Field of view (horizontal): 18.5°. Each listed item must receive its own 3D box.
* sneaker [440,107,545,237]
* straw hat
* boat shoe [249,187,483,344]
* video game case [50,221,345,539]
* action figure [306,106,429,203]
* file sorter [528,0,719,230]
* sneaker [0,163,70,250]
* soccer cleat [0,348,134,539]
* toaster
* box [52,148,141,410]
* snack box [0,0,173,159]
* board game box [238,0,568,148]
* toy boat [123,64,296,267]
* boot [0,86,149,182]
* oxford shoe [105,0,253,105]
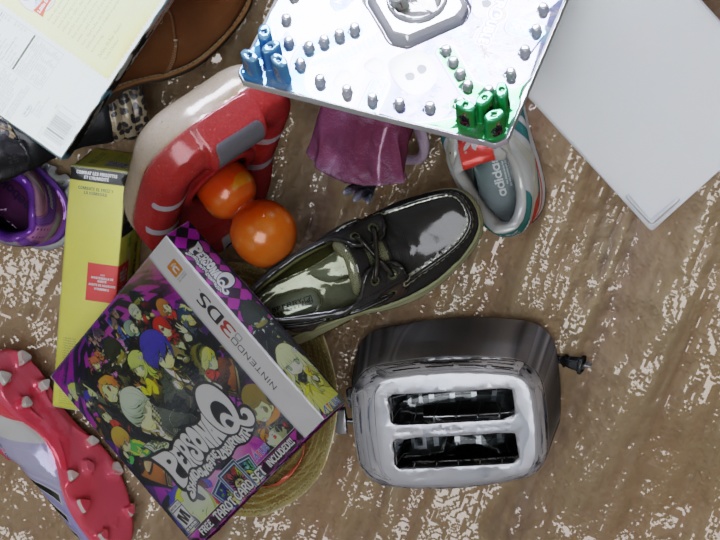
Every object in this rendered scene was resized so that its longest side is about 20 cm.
[{"bbox_3d":[0.092,-0.119,1.693,0.070,0.093,0.201,-16,101,12],"label":"sneaker"},{"bbox_3d":[-0.081,0.094,1.771,0.199,0.085,0.203,0,91,29],"label":"straw hat"},{"bbox_3d":[-0.001,-0.001,1.660,0.200,0.066,0.072,-26,81,10],"label":"boat shoe"},{"bbox_3d":[-0.127,0.090,1.680,0.182,0.036,0.200,49,131,5],"label":"video game case"},{"bbox_3d":[0.025,-0.156,1.643,0.133,0.148,0.202,25,113,34],"label":"action figure"},{"bbox_3d":[0.203,-0.161,1.650,0.139,0.125,0.200,-42,94,16],"label":"file sorter"},{"bbox_3d":[-0.316,-0.084,1.768,0.199,0.088,0.081,36,107,0],"label":"sneaker"},{"bbox_3d":[-0.260,0.154,1.838,0.076,0.067,0.201,-21,107,44],"label":"soccer cleat"},{"bbox_3d":[0.080,0.105,1.731,0.198,0.129,0.115,-2,104,9],"label":"toaster"},{"bbox_3d":[-0.210,0.008,1.781,0.050,0.075,0.202,9,104,6],"label":"box"},{"bbox_3d":[-0.207,-0.196,1.608,0.116,0.037,0.201,35,95,-1],"label":"snack box"},{"bbox_3d":[0.039,-0.191,1.540,0.198,0.201,0.026,15,149,17],"label":"board game box"},{"bbox_3d":[-0.099,-0.058,1.684,0.130,0.200,0.131,-35,80,-19],"label":"toy boat"},{"bbox_3d":[-0.257,-0.167,1.740,0.149,0.073,0.201,-14,64,-11],"label":"boot"},{"bbox_3d":[-0.162,-0.186,1.684,0.199,0.071,0.071,-33,69,-22],"label":"oxford shoe"}]
